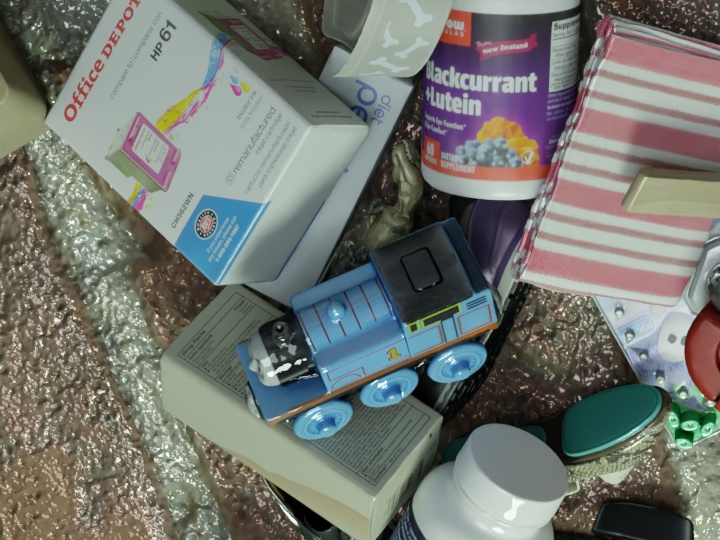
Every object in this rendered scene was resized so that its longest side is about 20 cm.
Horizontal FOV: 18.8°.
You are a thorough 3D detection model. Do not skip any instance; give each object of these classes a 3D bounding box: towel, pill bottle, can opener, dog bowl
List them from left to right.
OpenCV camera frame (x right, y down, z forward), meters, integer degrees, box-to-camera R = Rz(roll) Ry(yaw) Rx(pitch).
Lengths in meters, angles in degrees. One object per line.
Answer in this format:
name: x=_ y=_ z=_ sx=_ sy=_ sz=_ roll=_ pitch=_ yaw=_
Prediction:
dog bowl: x=0.027 y=-0.225 z=1.500 sx=0.058 sy=0.200 sz=0.201 roll=11 pitch=110 yaw=-12
pill bottle: x=0.076 y=0.213 z=1.617 sx=0.111 sy=0.111 sz=0.201 roll=27 pitch=122 yaw=1
pill bottle: x=0.100 y=-0.160 z=1.545 sx=0.111 sy=0.111 sz=0.201 roll=4 pitch=108 yaw=9
can opener: x=0.159 y=0.222 z=1.693 sx=0.199 sy=0.079 sz=0.064 roll=4 pitch=146 yaw=13
towel: x=0.198 y=-0.073 z=1.541 sx=0.146 sy=0.030 sz=0.201 roll=11 pitch=109 yaw=-27

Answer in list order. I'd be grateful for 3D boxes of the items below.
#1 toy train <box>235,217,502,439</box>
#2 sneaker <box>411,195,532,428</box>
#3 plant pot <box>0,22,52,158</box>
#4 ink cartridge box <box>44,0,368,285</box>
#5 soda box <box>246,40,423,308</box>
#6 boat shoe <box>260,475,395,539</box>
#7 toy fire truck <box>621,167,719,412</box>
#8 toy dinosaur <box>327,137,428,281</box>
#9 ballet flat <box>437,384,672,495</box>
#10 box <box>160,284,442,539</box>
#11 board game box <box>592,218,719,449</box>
toy train: x=0.006 y=0.044 z=1.544 sx=0.199 sy=0.087 sz=0.114 roll=-22 pitch=148 yaw=-3
sneaker: x=0.069 y=0.028 z=1.644 sx=0.087 sy=0.076 sz=0.201 roll=32 pitch=107 yaw=15
plant pot: x=-0.346 y=-0.144 z=1.557 sx=0.199 sy=0.177 sz=0.200 roll=-32 pitch=98 yaw=-9
ink cartridge box: x=-0.115 y=-0.106 z=1.577 sx=0.200 sy=0.084 sz=0.145 roll=42 pitch=113 yaw=24
soda box: x=-0.026 y=-0.074 z=1.622 sx=0.068 sy=0.063 sz=0.201 roll=28 pitch=110 yaw=1
boat shoe: x=-0.021 y=0.202 z=1.709 sx=0.072 sy=0.068 sz=0.201 roll=-26 pitch=103 yaw=18
toy fire truck: x=0.274 y=0.008 z=1.543 sx=0.200 sy=0.129 sz=0.177 roll=34 pitch=112 yaw=11
toy dinosaur: x=0.000 y=0.000 z=1.612 sx=0.047 sy=0.088 sz=0.201 roll=34 pitch=119 yaw=15
ballet flat: x=0.157 y=0.142 z=1.661 sx=0.199 sy=0.068 sz=0.075 roll=-19 pitch=128 yaw=24
box: x=-0.046 y=0.106 z=1.630 sx=0.200 sy=0.095 sz=0.078 roll=33 pitch=149 yaw=18
board game box: x=0.277 y=0.012 z=1.613 sx=0.199 sy=0.026 sz=0.201 roll=-27 pitch=101 yaw=17
